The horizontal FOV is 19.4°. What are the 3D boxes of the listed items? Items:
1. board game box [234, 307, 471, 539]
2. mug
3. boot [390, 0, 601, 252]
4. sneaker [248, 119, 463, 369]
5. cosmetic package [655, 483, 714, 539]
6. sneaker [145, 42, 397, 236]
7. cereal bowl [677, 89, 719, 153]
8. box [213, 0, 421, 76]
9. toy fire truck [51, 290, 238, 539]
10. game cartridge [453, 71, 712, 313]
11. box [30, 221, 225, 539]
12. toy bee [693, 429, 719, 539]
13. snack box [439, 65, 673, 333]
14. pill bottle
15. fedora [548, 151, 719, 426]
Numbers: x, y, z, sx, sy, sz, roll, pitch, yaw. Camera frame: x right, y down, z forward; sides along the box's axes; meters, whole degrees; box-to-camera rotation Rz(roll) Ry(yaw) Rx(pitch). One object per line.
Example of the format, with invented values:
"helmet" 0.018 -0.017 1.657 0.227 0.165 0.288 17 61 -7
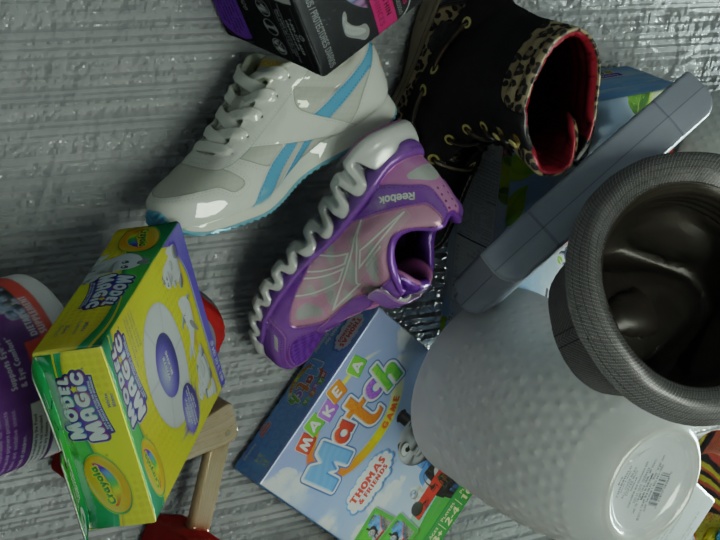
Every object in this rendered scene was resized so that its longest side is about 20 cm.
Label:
"board game box" 0.016 0.128 1.545 0.152 0.037 0.200 -56 134 -6
"mug" 0.159 0.091 1.467 0.148 0.175 0.200 34 88 -44
"boot" 0.084 -0.092 1.418 0.073 0.150 0.201 9 102 -35
"sneaker" 0.000 0.000 1.398 0.080 0.088 0.200 -26 154 -57
"cosmetic package" 0.195 0.173 1.700 0.102 0.074 0.200 -55 133 -8
"sneaker" -0.066 -0.091 1.353 0.200 0.076 0.081 -39 124 -31
"cereal bowl" 0.300 -0.038 1.641 0.200 0.083 0.201 -42 139 -52
"box" -0.001 -0.234 1.314 0.200 0.106 0.123 -41 132 -21
"toy fire truck" -0.128 0.110 1.401 0.141 0.049 0.201 21 94 -45
"game cartridge" 0.152 -0.051 1.435 0.200 0.041 0.133 -41 173 -14
"box" -0.135 0.063 1.230 0.200 0.048 0.118 -65 144 -62
"toy bee" 0.314 0.237 1.824 0.131 0.108 0.201 -18 90 -50
"snack box" 0.147 -0.040 1.561 0.168 0.068 0.201 -11 115 -36
"pill bottle" -0.265 0.082 1.222 0.200 0.111 0.112 -21 122 -34
"fedora" 0.199 0.020 1.369 0.200 0.090 0.177 -25 87 -34
